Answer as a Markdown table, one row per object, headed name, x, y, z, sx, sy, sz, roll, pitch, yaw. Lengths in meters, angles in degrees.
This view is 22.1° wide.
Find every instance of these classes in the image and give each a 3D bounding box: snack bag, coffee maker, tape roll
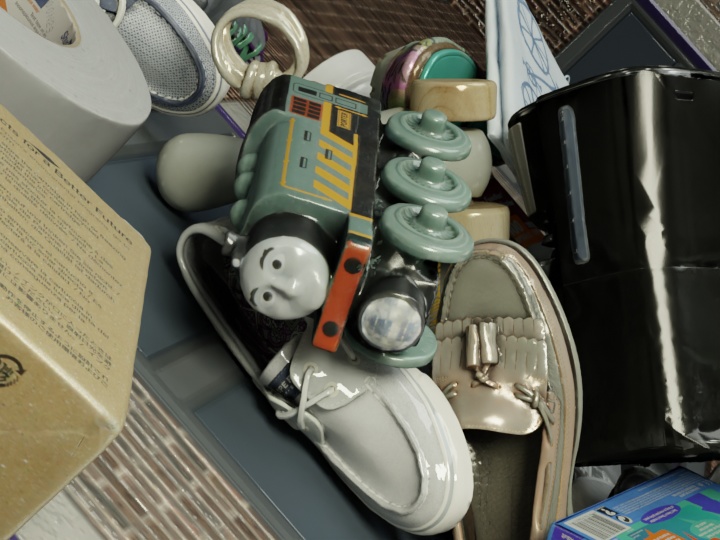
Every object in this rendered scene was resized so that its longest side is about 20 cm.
| name | x | y | z | sx | sy | sz | roll | pitch | yaw |
| --- | --- | --- | --- | --- | --- | --- | --- | --- | --- |
| snack bag | 0.125 | -0.070 | 1.163 | 0.201 | 0.021 | 0.190 | 55 | 23 | -36 |
| coffee maker | 0.170 | -0.001 | 0.968 | 0.134 | 0.190 | 0.202 | 10 | 75 | -60 |
| tape roll | -0.188 | -0.119 | 0.847 | 0.200 | 0.066 | 0.201 | 45 | 13 | -14 |

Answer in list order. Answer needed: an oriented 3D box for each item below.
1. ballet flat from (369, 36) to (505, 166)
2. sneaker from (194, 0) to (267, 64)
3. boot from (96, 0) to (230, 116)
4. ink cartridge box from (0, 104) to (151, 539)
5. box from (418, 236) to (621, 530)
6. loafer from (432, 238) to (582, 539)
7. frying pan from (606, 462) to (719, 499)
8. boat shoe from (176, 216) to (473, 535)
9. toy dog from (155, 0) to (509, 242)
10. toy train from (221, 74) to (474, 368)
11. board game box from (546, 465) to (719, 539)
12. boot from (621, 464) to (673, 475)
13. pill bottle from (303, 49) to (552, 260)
| name | x | y | z | sx | sy | sz | roll | pitch | yaw |
| --- | --- | --- | --- | --- | --- | --- | --- | --- | --- |
| ballet flat | 0.050 | -0.109 | 1.158 | 0.071 | 0.070 | 0.200 | 28 | 8 | 26 |
| sneaker | -0.095 | -0.172 | 1.295 | 0.088 | 0.074 | 0.200 | 50 | 12 | -10 |
| boot | -0.164 | -0.151 | 1.039 | 0.199 | 0.073 | 0.090 | 39 | 21 | -4 |
| ink cartridge box | -0.167 | -0.022 | 0.609 | 0.200 | 0.075 | 0.165 | 43 | 12 | -16 |
| box | 0.086 | 0.073 | 1.065 | 0.158 | 0.048 | 0.201 | 39 | 37 | -31 |
| loafer | 0.070 | 0.087 | 0.904 | 0.063 | 0.071 | 0.202 | -20 | 105 | -67 |
| frying pan | 0.174 | 0.144 | 1.060 | 0.115 | 0.031 | 0.191 | 49 | 30 | -23 |
| boat shoe | -0.022 | 0.048 | 0.901 | 0.068 | 0.072 | 0.201 | 0 | 51 | -52 |
| toy dog | -0.008 | -0.064 | 1.041 | 0.198 | 0.133 | 0.096 | 19 | 2 | -3 |
| toy train | -0.008 | -0.027 | 0.898 | 0.113 | 0.086 | 0.201 | 16 | 28 | -6 |
| board game box | 0.203 | 0.166 | 0.886 | 0.199 | 0.045 | 0.152 | 24 | 18 | 30 |
| boot | 0.162 | 0.141 | 1.206 | 0.162 | 0.073 | 0.199 | 27 | 26 | -50 |
| pill bottle | 0.030 | -0.046 | 1.234 | 0.200 | 0.113 | 0.113 | 50 | 13 | 13 |
